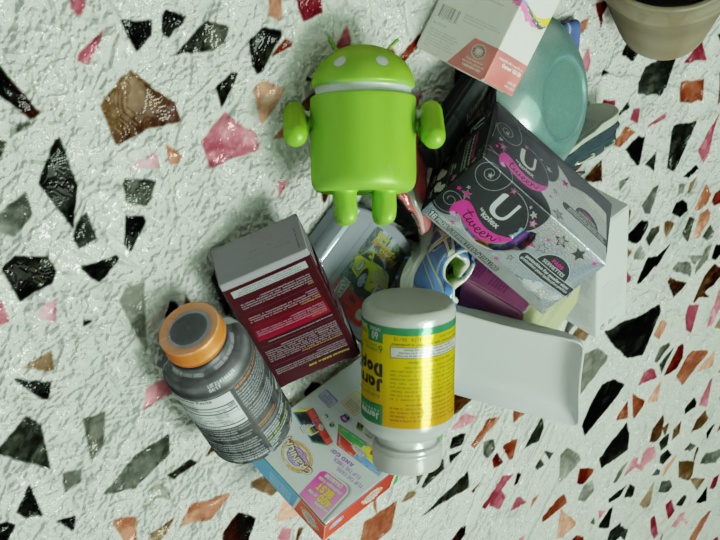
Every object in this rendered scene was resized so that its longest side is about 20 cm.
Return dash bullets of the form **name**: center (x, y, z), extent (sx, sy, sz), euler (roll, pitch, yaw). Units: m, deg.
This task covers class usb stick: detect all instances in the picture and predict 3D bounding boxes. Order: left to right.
- **usb stick**: center (0.123, -0.200, 1.663), extent (0.201, 0.032, 0.056), euler (-57, 149, -33)

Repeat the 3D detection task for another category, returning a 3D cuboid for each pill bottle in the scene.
- **pill bottle**: center (-0.154, 0.121, 1.570), extent (0.106, 0.106, 0.201), euler (-43, 140, -16)
- **pill bottle**: center (0.055, 0.131, 1.653), extent (0.112, 0.112, 0.203), euler (-15, 112, -41)

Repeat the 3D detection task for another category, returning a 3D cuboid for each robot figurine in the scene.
- **robot figurine**: center (0.003, -0.150, 1.518), extent (0.116, 0.173, 0.203), euler (142, -52, -88)

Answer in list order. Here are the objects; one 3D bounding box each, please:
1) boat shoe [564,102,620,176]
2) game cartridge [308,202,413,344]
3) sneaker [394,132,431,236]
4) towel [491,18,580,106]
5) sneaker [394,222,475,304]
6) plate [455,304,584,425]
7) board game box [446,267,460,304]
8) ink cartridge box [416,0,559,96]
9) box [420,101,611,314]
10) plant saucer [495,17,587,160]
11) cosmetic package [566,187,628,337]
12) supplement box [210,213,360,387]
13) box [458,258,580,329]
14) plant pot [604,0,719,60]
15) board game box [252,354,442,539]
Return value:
- **boat shoe**: center (0.270, -0.156, 1.869), extent (0.199, 0.074, 0.062), euler (-36, 130, -34)
- **game cartridge**: center (0.000, 0.000, 1.713), extent (0.134, 0.041, 0.200), euler (-56, 142, -8)
- **sneaker**: center (0.058, -0.120, 1.660), extent (0.087, 0.073, 0.201), euler (-45, 140, -17)
- **towel**: center (0.222, -0.221, 1.777), extent (0.200, 0.024, 0.146), euler (-37, 138, -44)
- **sneaker**: center (0.111, -0.026, 1.746), extent (0.201, 0.076, 0.076), euler (-65, 147, -33)
- **plate**: center (0.186, 0.112, 1.777), extent (0.201, 0.198, 0.033), euler (81, 28, -53)
- **board game box**: center (0.098, 0.060, 1.849), extent (0.159, 0.039, 0.200), euler (-59, 155, -9)
- **ink cartridge box**: center (0.162, -0.317, 1.602), extent (0.067, 0.116, 0.202), euler (17, 103, -50)
- **box**: center (0.187, -0.073, 1.652), extent (0.199, 0.133, 0.115), euler (38, 125, -15)
- **plant saucer**: center (0.235, -0.211, 1.731), extent (0.200, 0.038, 0.204), euler (-14, 108, -51)
- **cosmetic package**: center (0.318, -0.017, 1.993), extent (0.071, 0.101, 0.202), euler (-33, 137, -28)
- **supplement box**: center (-0.083, 0.038, 1.596), extent (0.108, 0.061, 0.201), euler (-22, 137, 2)
- **box**: center (0.211, 0.025, 1.848), extent (0.176, 0.096, 0.201), euler (-50, 158, -27)
- **plant pot**: center (0.386, -0.360, 1.780), extent (0.200, 0.199, 0.174), euler (-46, 157, -14)
- **board game box**: center (-0.020, 0.214, 1.741), extent (0.199, 0.153, 0.041), euler (-34, 153, -26)
